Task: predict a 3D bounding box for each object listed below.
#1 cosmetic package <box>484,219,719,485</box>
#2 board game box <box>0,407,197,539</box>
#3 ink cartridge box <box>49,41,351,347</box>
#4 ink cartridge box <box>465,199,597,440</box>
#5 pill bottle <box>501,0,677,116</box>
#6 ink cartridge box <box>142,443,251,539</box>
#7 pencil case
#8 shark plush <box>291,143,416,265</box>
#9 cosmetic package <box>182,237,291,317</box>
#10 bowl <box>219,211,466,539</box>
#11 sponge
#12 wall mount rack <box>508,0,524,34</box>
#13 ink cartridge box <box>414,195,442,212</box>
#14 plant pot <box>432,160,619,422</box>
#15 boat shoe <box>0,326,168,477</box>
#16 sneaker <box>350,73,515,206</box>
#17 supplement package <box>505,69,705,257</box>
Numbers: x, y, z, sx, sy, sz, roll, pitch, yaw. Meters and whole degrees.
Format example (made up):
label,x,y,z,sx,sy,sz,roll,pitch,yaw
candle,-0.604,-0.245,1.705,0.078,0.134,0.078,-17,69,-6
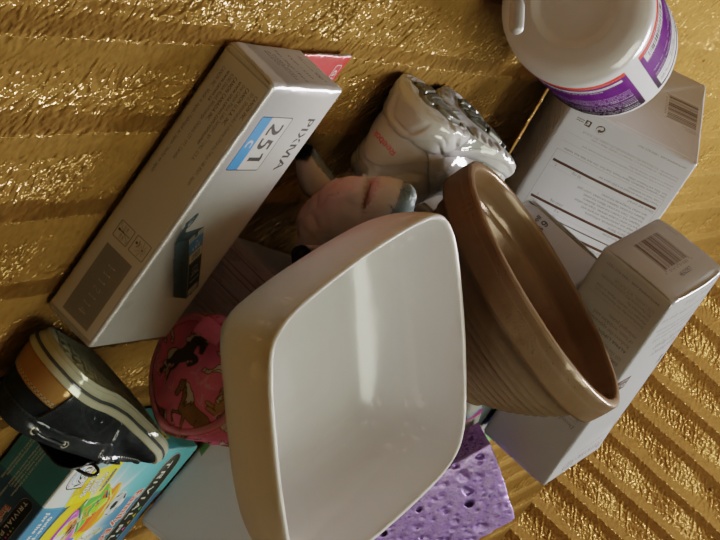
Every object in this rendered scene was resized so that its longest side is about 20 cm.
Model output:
label,x,y,z,sx,sy,sz,roll,pitch,yaw
cosmetic package,0.189,0.064,1.577,0.101,0.074,0.201,-25,149,-53
board game box,-0.211,0.169,1.421,0.151,0.047,0.200,-51,165,10
ink cartridge box,-0.083,-0.047,1.247,0.201,0.045,0.176,-53,163,18
ink cartridge box,0.100,0.058,1.615,0.145,0.087,0.201,-40,160,-27
pill bottle,0.177,-0.179,1.511,0.113,0.112,0.200,-49,165,6
ink cartridge box,-0.090,0.166,1.599,0.146,0.084,0.200,-50,176,-4
pencil case,-0.056,0.079,1.357,0.082,0.088,0.199,-10,168,33
shark plush,0.000,0.000,1.386,0.201,0.082,0.091,86,5,-50
cosmetic package,-0.071,0.029,1.454,0.083,0.051,0.200,-47,165,6
bowl,-0.017,0.072,1.276,0.199,0.074,0.202,-34,128,-43
sponge,0.023,0.207,1.596,0.199,0.030,0.112,-28,141,-5
wall mount rack,0.121,-0.248,1.253,0.174,0.074,0.200,-48,164,2
ink cartridge box,0.031,0.022,1.660,0.201,0.083,0.146,-54,164,20
plant pot,0.096,0.031,1.435,0.092,0.202,0.201,-32,169,14
boat shoe,-0.177,0.091,1.280,0.062,0.075,0.200,-42,160,-1
sneaker,0.044,-0.082,1.485,0.099,0.078,0.200,-44,157,13
supplement package,0.194,-0.079,1.724,0.122,0.119,0.201,-73,-170,-49
